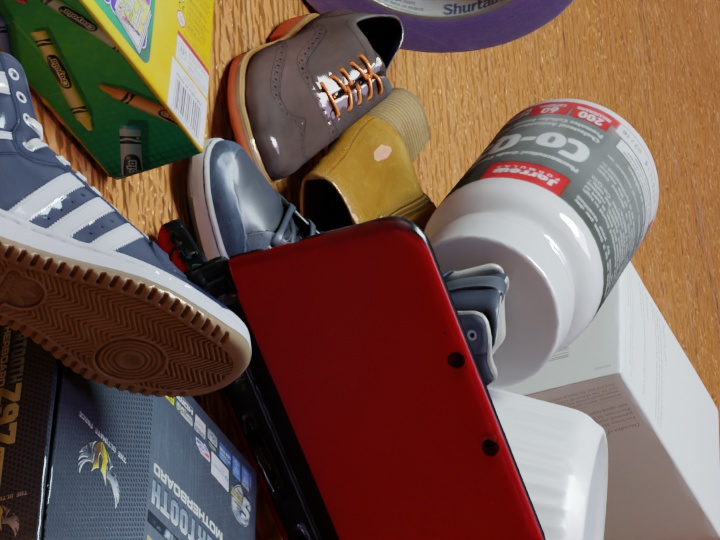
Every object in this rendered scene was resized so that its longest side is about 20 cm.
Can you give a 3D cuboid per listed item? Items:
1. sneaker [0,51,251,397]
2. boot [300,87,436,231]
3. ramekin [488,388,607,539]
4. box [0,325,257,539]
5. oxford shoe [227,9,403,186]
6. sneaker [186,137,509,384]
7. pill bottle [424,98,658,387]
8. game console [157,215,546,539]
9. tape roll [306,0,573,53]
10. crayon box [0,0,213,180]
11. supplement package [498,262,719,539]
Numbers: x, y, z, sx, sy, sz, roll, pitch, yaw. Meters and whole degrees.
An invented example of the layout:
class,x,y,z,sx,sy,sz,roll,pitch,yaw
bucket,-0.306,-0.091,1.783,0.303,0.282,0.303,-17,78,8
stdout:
class,x,y,z,sx,sy,sz,roll,pitch,yaw
sneaker,-0.134,-0.023,1.220,0.199,0.070,0.109,23,43,-25
boot,0.016,0.002,1.694,0.144,0.070,0.202,-52,131,-51
ramekin,0.089,0.166,1.616,0.202,0.094,0.204,6,90,-80
box,-0.113,0.115,1.290,0.200,0.051,0.158,53,31,-45
oxford shoe,-0.025,-0.110,1.629,0.200,0.072,0.072,-65,136,-59
sneaker,0.001,0.000,1.528,0.203,0.145,0.077,63,26,-26
pill bottle,0.101,-0.017,1.657,0.114,0.113,0.200,69,27,-16
game console,-0.008,0.061,1.420,0.172,0.118,0.201,-128,-164,-71
tape roll,0.049,-0.233,1.724,0.200,0.199,0.085,53,31,-45
crayon box,-0.143,-0.153,1.379,0.200,0.058,0.119,52,31,-46
supplement package,0.162,0.097,1.908,0.117,0.117,0.200,-86,152,-42
